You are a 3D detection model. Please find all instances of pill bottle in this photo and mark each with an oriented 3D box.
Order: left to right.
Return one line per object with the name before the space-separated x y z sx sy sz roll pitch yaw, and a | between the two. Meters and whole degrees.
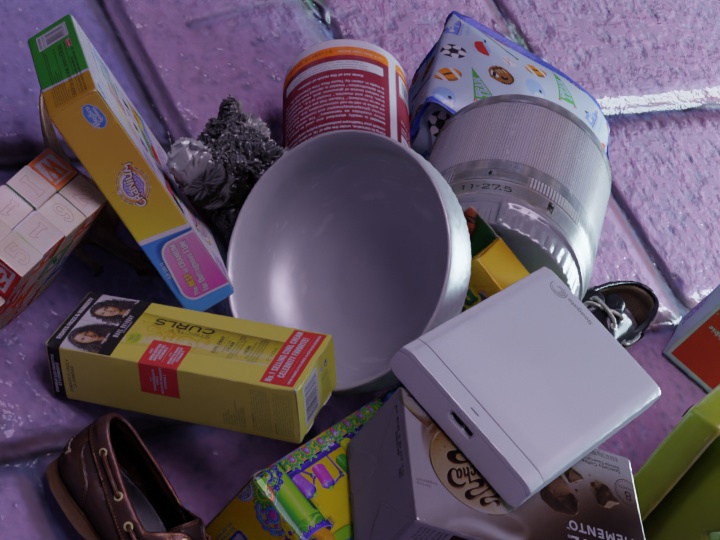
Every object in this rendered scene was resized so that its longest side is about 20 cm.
pill bottle | -0.012 -0.094 1.616 0.113 0.113 0.201 20 45 -23

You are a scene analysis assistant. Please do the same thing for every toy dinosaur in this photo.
toy dinosaur | -0.229 -0.061 1.479 0.200 0.058 0.101 57 27 5

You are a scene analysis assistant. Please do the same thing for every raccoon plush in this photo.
raccoon plush | -0.112 -0.103 1.498 0.134 0.097 0.200 50 -3 30

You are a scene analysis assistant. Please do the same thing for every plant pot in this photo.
plant pot | 0.338 0.193 1.582 0.181 0.200 0.199 44 41 14

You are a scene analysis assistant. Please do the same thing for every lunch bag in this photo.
lunch bag | 0.136 -0.118 1.747 0.199 0.124 0.170 25 41 -8

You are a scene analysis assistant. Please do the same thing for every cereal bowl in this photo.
cereal bowl | 0.000 0.000 1.425 0.083 0.200 0.201 24 37 -57

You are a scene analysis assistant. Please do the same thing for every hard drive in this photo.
hard drive | 0.122 0.077 1.339 0.132 0.027 0.200 48 36 12

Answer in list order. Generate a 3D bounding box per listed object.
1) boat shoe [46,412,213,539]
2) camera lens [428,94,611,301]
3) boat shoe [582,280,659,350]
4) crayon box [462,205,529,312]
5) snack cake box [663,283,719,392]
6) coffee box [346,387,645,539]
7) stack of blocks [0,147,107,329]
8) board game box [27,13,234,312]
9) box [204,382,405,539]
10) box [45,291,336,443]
boat shoe | -0.139 0.191 1.296 0.200 0.070 0.070 52 21 9
camera lens | 0.121 -0.039 1.573 0.160 0.160 0.200 33 39 -10
boat shoe | 0.213 0.046 1.667 0.074 0.060 0.200 49 23 18
crayon box | 0.099 0.066 1.467 0.200 0.127 0.051 51 35 -1
snack cake box | 0.402 0.094 1.771 0.200 0.115 0.067 41 40 -1
coffee box | 0.097 0.171 1.310 0.199 0.080 0.113 19 43 -25
stack of blocks | -0.273 0.011 1.323 0.059 0.115 0.200 41 41 0
board game box | -0.173 -0.080 1.417 0.200 0.040 0.153 58 2 -31
box | 0.015 0.213 1.364 0.193 0.122 0.200 51 41 11
box | -0.122 0.069 1.358 0.199 0.050 0.075 11 36 20
